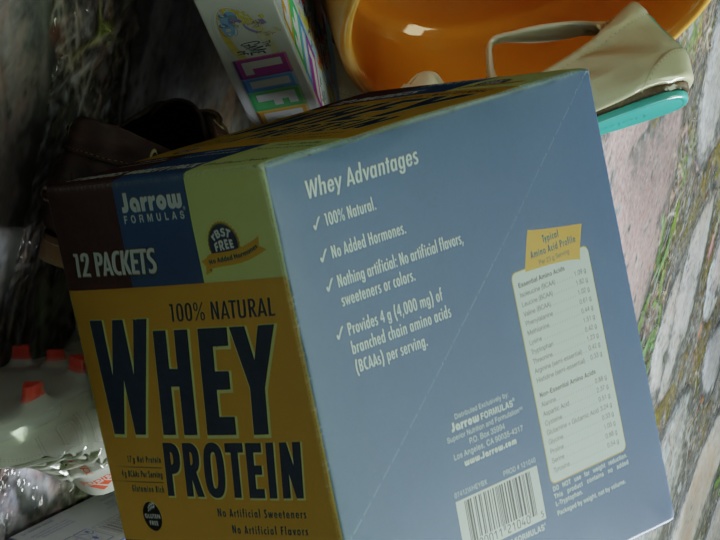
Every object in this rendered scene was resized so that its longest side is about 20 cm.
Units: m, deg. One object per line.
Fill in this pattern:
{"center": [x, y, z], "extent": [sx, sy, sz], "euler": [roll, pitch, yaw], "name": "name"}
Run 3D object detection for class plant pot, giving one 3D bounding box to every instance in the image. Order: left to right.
{"center": [0.058, -0.204, 1.300], "extent": [0.200, 0.199, 0.184], "euler": [72, -2, -59], "name": "plant pot"}

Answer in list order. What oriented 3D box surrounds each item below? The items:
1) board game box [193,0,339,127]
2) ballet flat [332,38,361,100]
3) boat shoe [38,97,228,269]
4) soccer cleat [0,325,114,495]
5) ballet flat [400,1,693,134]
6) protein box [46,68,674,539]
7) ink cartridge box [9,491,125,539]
{"center": [-0.046, -0.139, 1.222], "extent": [0.200, 0.034, 0.135], "euler": [67, 15, -63], "name": "board game box"}
{"center": [-0.001, -0.103, 1.431], "extent": [0.200, 0.069, 0.070], "euler": [-11, 114, -70], "name": "ballet flat"}
{"center": [-0.082, -0.042, 1.206], "extent": [0.200, 0.070, 0.071], "euler": [-22, 121, -74], "name": "boat shoe"}
{"center": [-0.124, 0.065, 1.160], "extent": [0.200, 0.069, 0.078], "euler": [-32, 121, -70], "name": "soccer cleat"}
{"center": [0.058, -0.073, 1.262], "extent": [0.069, 0.199, 0.070], "euler": [158, -90, -84], "name": "ballet flat"}
{"center": [0.004, 0.036, 1.114], "extent": [0.198, 0.135, 0.201], "euler": [-19, 101, -43], "name": "protein box"}
{"center": [-0.114, 0.157, 1.303], "extent": [0.200, 0.044, 0.094], "euler": [-22, 122, -69], "name": "ink cartridge box"}
